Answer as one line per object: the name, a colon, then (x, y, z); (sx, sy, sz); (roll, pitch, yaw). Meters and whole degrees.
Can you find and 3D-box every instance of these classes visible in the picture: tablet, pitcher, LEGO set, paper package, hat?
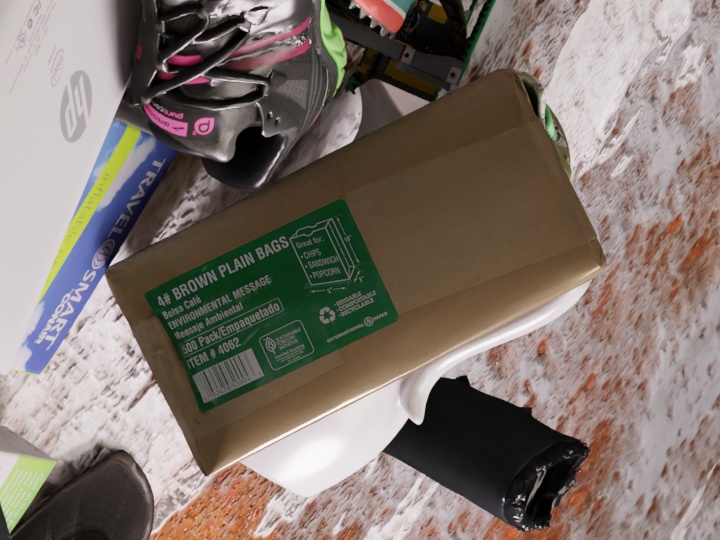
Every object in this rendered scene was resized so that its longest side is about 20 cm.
tablet: (-0.118, -0.075, 1.121); (0.130, 0.014, 0.200); (69, 36, -56)
pitcher: (0.011, 0.020, 1.476); (0.200, 0.171, 0.121); (-57, 148, 1)
LEGO set: (0.016, -0.172, 1.323); (0.154, 0.116, 0.200); (-83, -163, -77)
paper package: (0.000, 0.000, 1.334); (0.200, 0.104, 0.191); (-26, 178, 0)
hat: (-0.146, 0.190, 1.509); (0.201, 0.081, 0.201); (-48, 159, -26)

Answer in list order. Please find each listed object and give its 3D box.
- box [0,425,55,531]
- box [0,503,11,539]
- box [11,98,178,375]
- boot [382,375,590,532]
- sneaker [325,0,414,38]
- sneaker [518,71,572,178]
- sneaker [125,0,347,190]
box: (-0.220, 0.126, 1.299); (0.145, 0.036, 0.200); (-57, 160, 2)
box: (-0.221, 0.063, 1.025); (0.164, 0.086, 0.200); (-42, 138, -36)
box: (-0.148, -0.024, 1.212); (0.122, 0.048, 0.200); (-57, 160, 5)
boot: (0.029, 0.084, 1.638); (0.074, 0.162, 0.198); (-61, 161, 10)
sneaker: (-0.018, -0.178, 1.178); (0.093, 0.070, 0.200); (-51, 138, -5)
sneaker: (0.086, -0.069, 1.601); (0.200, 0.077, 0.089); (-69, -179, -63)
sneaker: (-0.054, -0.089, 1.162); (0.084, 0.077, 0.200); (-67, 157, -17)
